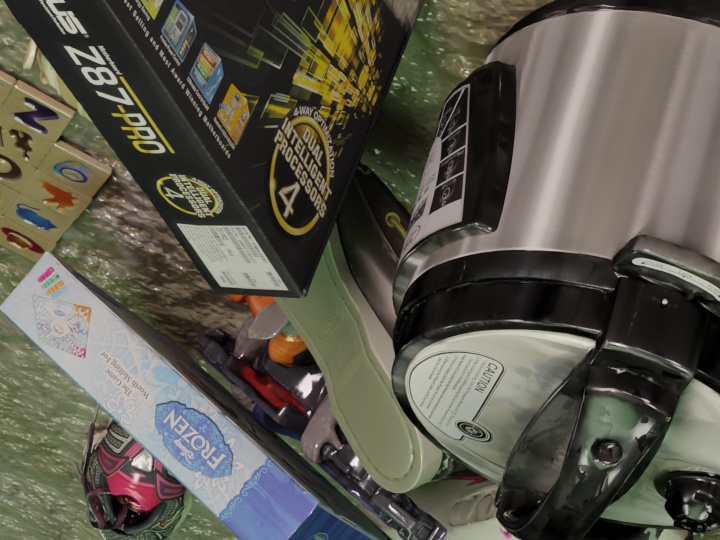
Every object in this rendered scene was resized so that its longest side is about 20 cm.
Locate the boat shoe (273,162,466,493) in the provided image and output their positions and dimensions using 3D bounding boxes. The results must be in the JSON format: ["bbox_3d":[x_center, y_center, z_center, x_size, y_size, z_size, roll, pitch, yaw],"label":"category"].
[{"bbox_3d":[0.000,0.000,0.979,0.060,0.202,0.072,-15,162,-33],"label":"boat shoe"}]

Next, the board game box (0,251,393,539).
[{"bbox_3d":[-0.073,0.091,1.142,0.199,0.043,0.200,41,178,24],"label":"board game box"}]

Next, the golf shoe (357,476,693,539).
[{"bbox_3d":[0.089,0.140,1.240,0.198,0.073,0.092,2,141,13],"label":"golf shoe"}]

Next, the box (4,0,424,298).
[{"bbox_3d":[-0.050,-0.111,0.799,0.049,0.162,0.200,2,145,28],"label":"box"}]

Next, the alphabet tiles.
[{"bbox_3d":[-0.223,-0.066,1.152,0.166,0.006,0.200,28,151,-13],"label":"alphabet tiles"}]

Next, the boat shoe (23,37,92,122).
[{"bbox_3d":[-0.111,-0.102,0.890,0.062,0.074,0.200,30,177,-4],"label":"boat shoe"}]

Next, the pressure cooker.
[{"bbox_3d":[0.106,0.011,0.866,0.178,0.201,0.176,-2,146,36],"label":"pressure cooker"}]

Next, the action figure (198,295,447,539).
[{"bbox_3d":[-0.008,0.042,1.093,0.200,0.105,0.194,40,172,35],"label":"action figure"}]

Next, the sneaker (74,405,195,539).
[{"bbox_3d":[-0.146,0.137,1.378,0.080,0.075,0.200,20,152,1],"label":"sneaker"}]
